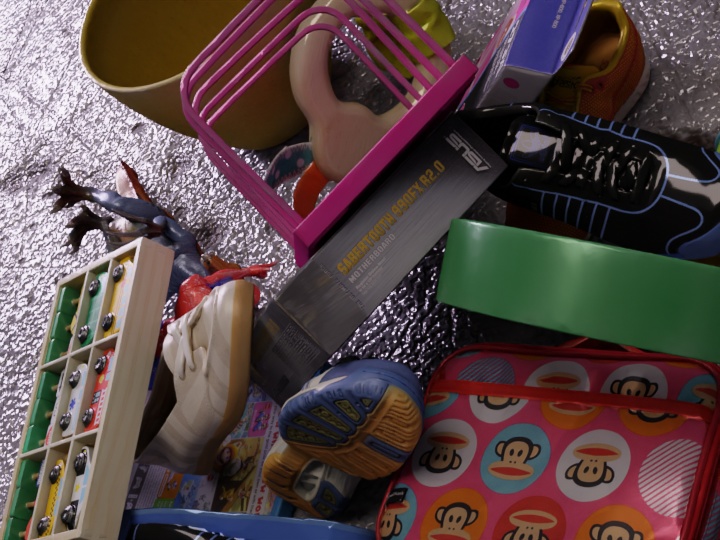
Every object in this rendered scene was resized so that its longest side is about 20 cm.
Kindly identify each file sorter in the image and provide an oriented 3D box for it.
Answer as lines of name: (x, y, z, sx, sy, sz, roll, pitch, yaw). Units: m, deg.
file sorter: (-0.028, -0.098, 0.907, 0.125, 0.200, 0.139, 44, 85, 2)

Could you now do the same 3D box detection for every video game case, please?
video game case: (-0.121, 0.128, 1.022, 0.198, 0.018, 0.144, -3, 56, 34)

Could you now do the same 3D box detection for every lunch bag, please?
lunch bag: (0.120, 0.112, 0.825, 0.198, 0.082, 0.177, 1, 54, 37)

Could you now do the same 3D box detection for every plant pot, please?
plant pot: (-0.100, -0.178, 1.149, 0.198, 0.142, 0.202, -19, 48, 23)

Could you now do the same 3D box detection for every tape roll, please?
tape roll: (0.142, 0.013, 0.794, 0.199, 0.199, 0.049, 12, 91, 40)

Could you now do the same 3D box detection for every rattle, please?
rattle: (-0.025, -0.128, 1.103, 0.142, 0.129, 0.202, 29, 96, 50)

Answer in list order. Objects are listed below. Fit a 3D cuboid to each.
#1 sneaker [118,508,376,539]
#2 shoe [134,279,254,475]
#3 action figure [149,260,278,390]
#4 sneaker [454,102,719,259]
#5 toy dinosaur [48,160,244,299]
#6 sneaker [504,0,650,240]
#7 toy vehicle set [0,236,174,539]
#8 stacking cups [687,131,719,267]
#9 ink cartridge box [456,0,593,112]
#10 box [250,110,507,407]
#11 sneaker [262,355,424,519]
sneaker: (-0.079, 0.190, 0.890, 0.198, 0.070, 0.079, -2, 73, 31)
shoe: (-0.105, 0.073, 0.914, 0.053, 0.201, 0.071, 6, 53, -15)
action figure: (-0.121, 0.051, 1.019, 0.199, 0.098, 0.066, -31, 73, 40)
sneaker: (0.134, -0.056, 0.857, 0.199, 0.078, 0.071, 15, 86, 46)
toy dinosaur: (-0.149, -0.028, 1.114, 0.180, 0.106, 0.201, 16, 45, 15)
sneaker: (0.133, -0.091, 0.968, 0.072, 0.077, 0.202, 3, 61, 34)
toy vehicle set: (-0.182, 0.088, 0.959, 0.124, 0.026, 0.202, -23, 52, 49)
stacking cups: (0.252, -0.086, 0.901, 0.060, 0.061, 0.201, 3, 55, 36)
ink cartridge box: (0.107, -0.141, 0.965, 0.095, 0.037, 0.200, -67, 7, -24)
box: (0.000, 0.000, 0.909, 0.048, 0.200, 0.158, 43, 73, 2)
sneaker: (-0.006, 0.080, 0.878, 0.089, 0.075, 0.200, -60, 6, -28)
